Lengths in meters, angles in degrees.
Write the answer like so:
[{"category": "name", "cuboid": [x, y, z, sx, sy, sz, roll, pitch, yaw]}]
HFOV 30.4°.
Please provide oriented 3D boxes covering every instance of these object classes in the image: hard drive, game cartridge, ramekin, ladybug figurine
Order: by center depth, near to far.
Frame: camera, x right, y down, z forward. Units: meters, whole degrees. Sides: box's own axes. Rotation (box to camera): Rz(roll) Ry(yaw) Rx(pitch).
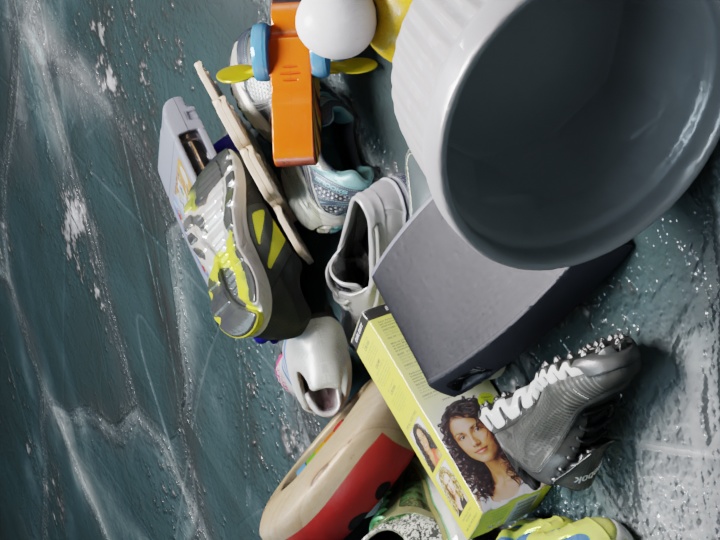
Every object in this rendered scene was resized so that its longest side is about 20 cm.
[{"category": "ramekin", "cuboid": [0.111, -0.112, 0.781, 0.105, 0.197, 0.203, -126, 33, -48]}, {"category": "hard drive", "cuboid": [0.091, -0.009, 0.961, 0.200, 0.042, 0.136, -45, 64, 37]}, {"category": "ladybug figurine", "cuboid": [-0.013, 0.180, 1.190, 0.072, 0.201, 0.136, 40, -173, -3]}, {"category": "game cartridge", "cuboid": [-0.146, -0.051, 1.283, 0.202, 0.041, 0.133, 63, 156, 17]}]

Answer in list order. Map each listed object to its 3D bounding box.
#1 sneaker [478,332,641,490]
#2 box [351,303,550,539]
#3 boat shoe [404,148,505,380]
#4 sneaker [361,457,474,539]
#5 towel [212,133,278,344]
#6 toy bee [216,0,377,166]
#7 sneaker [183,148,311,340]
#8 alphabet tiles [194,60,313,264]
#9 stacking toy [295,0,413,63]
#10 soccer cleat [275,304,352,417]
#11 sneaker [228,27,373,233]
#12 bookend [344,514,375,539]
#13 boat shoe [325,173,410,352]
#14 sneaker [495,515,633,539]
[{"category": "sneaker", "cuboid": [0.154, 0.108, 0.947, 0.092, 0.066, 0.200, 65, 154, 11]}, {"category": "box", "cuboid": [0.072, 0.113, 1.086, 0.201, 0.074, 0.050, 57, 150, 27]}, {"category": "boat shoe", "cuboid": [0.063, -0.006, 1.051, 0.073, 0.061, 0.203, -8, 96, 63]}, {"category": "sneaker", "cuboid": [0.034, 0.222, 1.173, 0.200, 0.087, 0.078, -152, 54, -71]}, {"category": "towel", "cuboid": [-0.115, -0.025, 1.339, 0.148, 0.049, 0.203, 130, 119, -77]}, {"category": "toy bee", "cuboid": [-0.047, -0.191, 1.120, 0.109, 0.129, 0.203, -51, -21, -80]}, {"category": "sneaker", "cuboid": [-0.099, -0.017, 1.174, 0.074, 0.084, 0.202, -36, 51, 30]}, {"category": "alphabet tiles", "cuboid": [-0.094, -0.098, 1.226, 0.197, 0.014, 0.200, 61, -179, 6]}, {"category": "stacking toy", "cuboid": [0.047, -0.178, 0.850, 0.146, 0.198, 0.148, 34, 132, 49]}, {"category": "soccer cleat", "cuboid": [-0.043, 0.104, 1.236, 0.200, 0.069, 0.088, 91, 167, -69]}, {"category": "sneaker", "cuboid": [-0.045, -0.140, 1.188, 0.086, 0.077, 0.202, -40, 75, 47]}, {"category": "bookend", "cuboid": [-0.020, 0.296, 1.322, 0.200, 0.091, 0.201, 56, 146, 31]}, {"category": "boat shoe", "cuboid": [0.000, 0.000, 1.164, 0.074, 0.065, 0.202, 50, 144, 36]}, {"category": "sneaker", "cuboid": [0.123, 0.235, 1.020, 0.200, 0.104, 0.077, -42, 68, 59]}]
